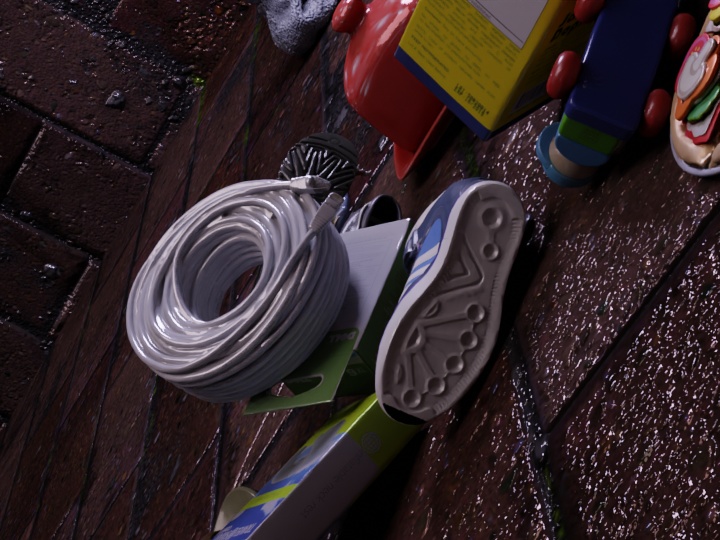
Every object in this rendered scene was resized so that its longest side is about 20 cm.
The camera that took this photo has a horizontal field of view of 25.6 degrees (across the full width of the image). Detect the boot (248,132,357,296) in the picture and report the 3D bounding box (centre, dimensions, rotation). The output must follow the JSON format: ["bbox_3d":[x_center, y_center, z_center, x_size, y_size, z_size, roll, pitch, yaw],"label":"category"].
[{"bbox_3d":[-0.065,-0.012,1.520,0.200,0.072,0.182,99,-165,-56],"label":"boot"}]

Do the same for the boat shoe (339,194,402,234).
[{"bbox_3d":[0.000,0.000,1.481,0.063,0.072,0.200,-56,11,37],"label":"boat shoe"}]

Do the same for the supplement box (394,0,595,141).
[{"bbox_3d":[0.127,-0.218,1.224,0.109,0.109,0.200,-33,-19,-38],"label":"supplement box"}]

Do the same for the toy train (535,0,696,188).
[{"bbox_3d":[0.186,-0.162,1.150,0.116,0.084,0.201,113,179,-62],"label":"toy train"}]

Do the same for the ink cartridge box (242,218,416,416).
[{"bbox_3d":[-0.012,0.054,1.344,0.103,0.059,0.201,-11,42,39],"label":"ink cartridge box"}]

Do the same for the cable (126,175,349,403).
[{"bbox_3d":[-0.104,0.014,1.344,0.199,0.069,0.201,8,65,42],"label":"cable"}]

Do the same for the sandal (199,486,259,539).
[{"bbox_3d":[-0.126,0.262,1.278,0.080,0.057,0.202,-8,48,44],"label":"sandal"}]

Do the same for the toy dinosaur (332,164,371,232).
[{"bbox_3d":[-0.039,-0.027,1.727,0.200,0.104,0.183,43,-124,-67],"label":"toy dinosaur"}]

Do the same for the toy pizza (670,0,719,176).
[{"bbox_3d":[0.249,-0.152,0.986,0.201,0.032,0.201,-55,17,25],"label":"toy pizza"}]

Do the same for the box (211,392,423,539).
[{"bbox_3d":[-0.046,0.180,1.238,0.200,0.048,0.122,-45,5,-28],"label":"box"}]

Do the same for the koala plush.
[{"bbox_3d":[-0.140,-0.455,2.491,0.177,0.199,0.185,-33,33,61],"label":"koala plush"}]

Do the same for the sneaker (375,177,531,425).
[{"bbox_3d":[0.063,0.023,1.239,0.146,0.080,0.201,176,118,-82],"label":"sneaker"}]

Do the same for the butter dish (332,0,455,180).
[{"bbox_3d":[0.040,-0.228,1.591,0.200,0.147,0.200,-56,16,26],"label":"butter dish"}]
